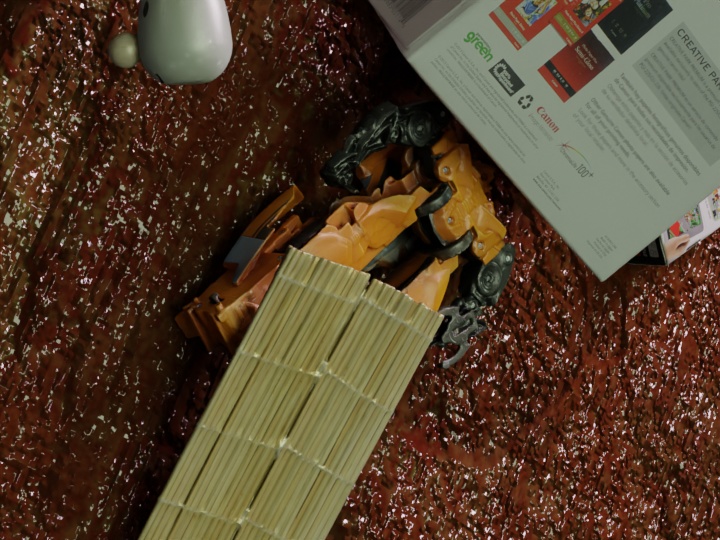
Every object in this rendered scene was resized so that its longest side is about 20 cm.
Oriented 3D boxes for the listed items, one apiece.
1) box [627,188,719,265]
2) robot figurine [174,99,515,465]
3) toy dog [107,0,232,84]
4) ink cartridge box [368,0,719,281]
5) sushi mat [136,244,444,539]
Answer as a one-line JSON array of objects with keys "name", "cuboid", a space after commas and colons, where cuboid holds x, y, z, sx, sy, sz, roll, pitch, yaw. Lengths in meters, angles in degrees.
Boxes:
[{"name": "box", "cuboid": [0.184, -0.116, 1.239, 0.110, 0.035, 0.201, -31, 113, -37]}, {"name": "robot figurine", "cuboid": [0.000, 0.000, 1.063, 0.200, 0.058, 0.146, -42, 120, -31]}, {"name": "toy dog", "cuboid": [-0.126, -0.181, 0.905, 0.132, 0.096, 0.201, 71, 5, -69]}, {"name": "ink cartridge box", "cuboid": [0.132, -0.124, 1.068, 0.175, 0.084, 0.200, -38, 128, 8]}, {"name": "sushi mat", "cuboid": [-0.041, 0.090, 1.005, 0.095, 0.012, 0.201, 26, 95, -25]}]
